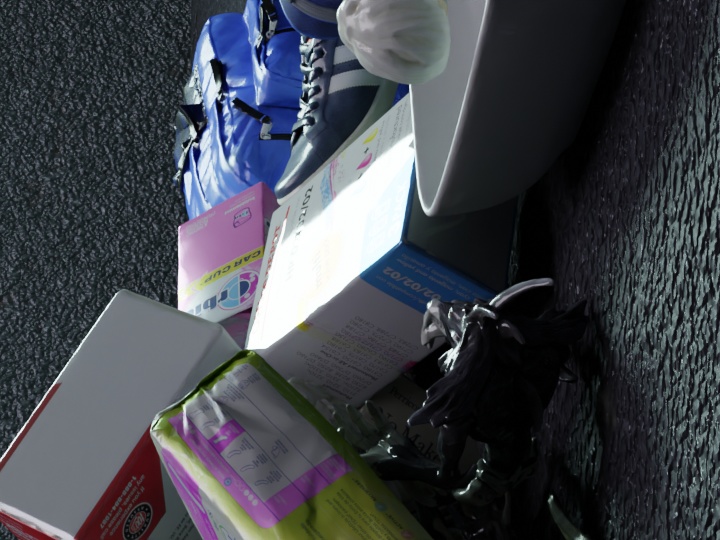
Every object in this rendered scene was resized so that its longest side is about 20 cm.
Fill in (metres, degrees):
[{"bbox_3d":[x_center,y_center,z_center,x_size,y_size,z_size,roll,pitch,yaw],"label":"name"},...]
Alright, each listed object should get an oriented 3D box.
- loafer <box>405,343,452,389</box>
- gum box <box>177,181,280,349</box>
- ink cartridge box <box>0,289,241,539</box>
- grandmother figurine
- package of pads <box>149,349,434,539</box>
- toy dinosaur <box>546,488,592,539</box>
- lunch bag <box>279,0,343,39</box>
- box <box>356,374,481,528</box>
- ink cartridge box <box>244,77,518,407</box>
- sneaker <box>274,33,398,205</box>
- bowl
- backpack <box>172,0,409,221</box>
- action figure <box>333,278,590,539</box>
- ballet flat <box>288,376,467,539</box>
[{"bbox_3d":[0.035,0.040,1.353,0.200,0.063,0.072,162,111,-81],"label":"loafer"},{"bbox_3d":[-0.032,0.058,1.461,0.200,0.066,0.114,51,-159,-34],"label":"gum box"},{"bbox_3d":[-0.102,0.130,1.328,0.144,0.084,0.200,-56,-39,-19],"label":"ink cartridge box"},{"bbox_3d":[0.014,-0.177,1.123,0.121,0.060,0.200,54,-154,-56],"label":"grandmother figurine"},{"bbox_3d":[-0.007,0.145,1.087,0.200,0.068,0.155,45,164,32],"label":"package of pads"},{"bbox_3d":[0.098,0.160,1.003,0.200,0.047,0.088,-114,31,-81],"label":"toy dinosaur"},{"bbox_3d":[0.001,-0.238,1.335,0.132,0.135,0.201,117,142,-69],"label":"lunch bag"},{"bbox_3d":[-0.013,0.156,1.289,0.200,0.082,0.068,-57,5,-11],"label":"box"},{"bbox_3d":[0.000,0.000,1.267,0.200,0.068,0.115,-40,31,45],"label":"ink cartridge box"},{"bbox_3d":[-0.016,-0.133,1.405,0.200,0.084,0.075,-62,17,-17],"label":"sneaker"},{"bbox_3d":[0.073,-0.146,1.132,0.200,0.074,0.200,105,164,-53],"label":"bowl"},{"bbox_3d":[-0.039,-0.080,1.550,0.200,0.162,0.168,-96,15,-47],"label":"backpack"},{"bbox_3d":[0.045,0.071,1.126,0.102,0.119,0.200,30,138,29],"label":"action figure"},{"bbox_3d":[0.019,0.137,1.230,0.072,0.072,0.200,-160,45,-81],"label":"ballet flat"}]
